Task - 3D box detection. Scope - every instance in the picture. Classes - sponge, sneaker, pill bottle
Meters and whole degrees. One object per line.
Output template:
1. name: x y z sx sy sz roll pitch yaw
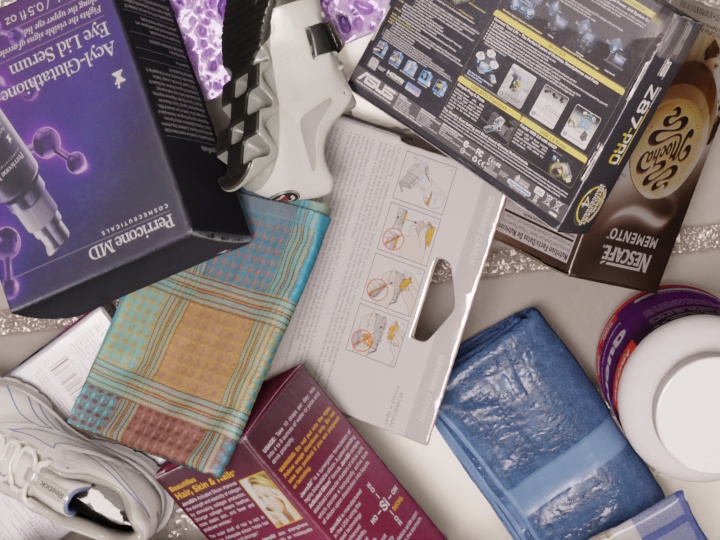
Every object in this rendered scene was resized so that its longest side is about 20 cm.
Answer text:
1. sponge: -0.038 -0.208 1.492 0.199 0.030 0.112 -22 98 4
2. sneaker: -0.223 0.132 1.477 0.199 0.087 0.075 24 99 -4
3. sneaker: -0.045 -0.142 1.449 0.088 0.074 0.201 12 77 -30
4. pill bottle: 0.225 0.077 1.450 0.112 0.200 0.113 0 98 0

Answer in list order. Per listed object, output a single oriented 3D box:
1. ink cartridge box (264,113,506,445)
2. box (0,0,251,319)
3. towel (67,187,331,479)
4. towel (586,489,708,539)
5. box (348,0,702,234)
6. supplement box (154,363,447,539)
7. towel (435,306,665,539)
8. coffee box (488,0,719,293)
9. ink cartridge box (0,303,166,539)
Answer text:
1. ink cartridge box: 0.000 0.000 1.496 0.175 0.045 0.201 20 99 13
2. box: -0.183 -0.085 1.434 0.147 0.104 0.201 -23 81 17
3. towel: -0.111 0.032 1.458 0.146 0.022 0.201 14 75 37
4. towel: 0.162 0.239 1.526 0.199 0.024 0.147 -30 137 5
5. box: 0.105 -0.142 1.413 0.200 0.049 0.162 36 107 30
6. supplement box: -0.032 0.178 1.492 0.110 0.086 0.200 -26 108 45
7. towel: 0.135 0.133 1.533 0.111 0.049 0.200 -33 97 8
8. coffee box: 0.180 -0.095 1.459 0.080 0.113 0.201 27 102 40
9. ink cartridge box: -0.227 0.128 1.539 0.200 0.042 0.120 -37 98 3
